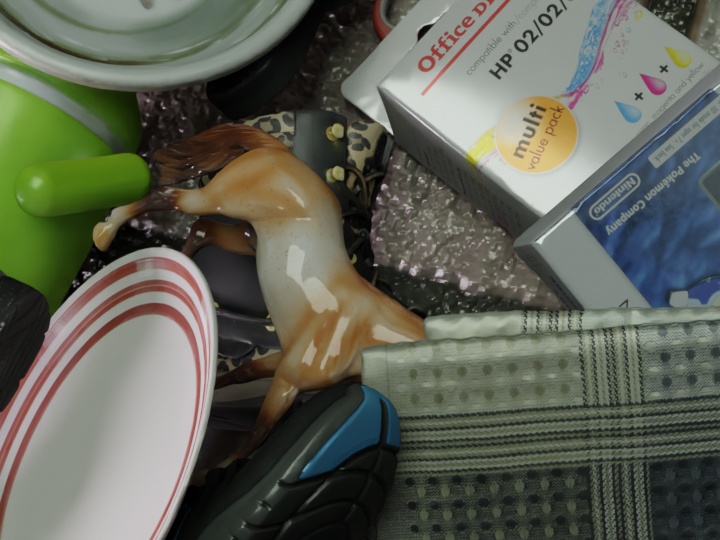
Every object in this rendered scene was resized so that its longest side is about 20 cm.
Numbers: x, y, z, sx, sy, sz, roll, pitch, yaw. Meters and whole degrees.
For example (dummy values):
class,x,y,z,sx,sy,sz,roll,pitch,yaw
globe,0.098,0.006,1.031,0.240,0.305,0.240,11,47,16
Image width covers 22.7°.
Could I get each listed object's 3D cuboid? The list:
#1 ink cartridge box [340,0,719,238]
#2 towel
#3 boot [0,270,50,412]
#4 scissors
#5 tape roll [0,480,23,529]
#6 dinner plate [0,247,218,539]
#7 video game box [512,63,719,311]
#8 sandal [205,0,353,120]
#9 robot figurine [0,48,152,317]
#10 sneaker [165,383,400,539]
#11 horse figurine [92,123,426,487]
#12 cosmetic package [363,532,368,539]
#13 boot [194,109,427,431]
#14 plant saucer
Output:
class,x,y,z,sx,sy,sz,roll,pitch,yaw
ink cartridge box,0.090,-0.084,0.881,0.200,0.068,0.115,39,81,20
towel,0.099,0.111,0.766,0.199,0.035,0.194,-4,102,2
boot,-0.241,0.063,0.819,0.131,0.070,0.201,29,82,14
scissors,0.012,-0.088,0.940,0.073,0.014,0.200,29,79,15
tape roll,-0.156,0.201,0.829,0.199,0.066,0.201,-5,66,11
dinner plate,-0.117,0.085,0.771,0.200,0.024,0.201,-35,41,37
video game box,0.200,-0.005,0.798,0.200,0.047,0.182,-41,96,-6
sandal,-0.025,-0.147,0.945,0.075,0.048,0.201,-19,38,43
robot figurine,-0.186,-0.043,0.911,0.175,0.116,0.201,12,70,40
sneaker,-0.065,0.113,0.745,0.200,0.073,0.082,-49,52,13
horse figurine,-0.041,0.007,0.814,0.132,0.050,0.201,-29,67,13
cosmetic package,-0.023,0.202,0.788,0.050,0.083,0.201,0,68,11
boot,0.000,0.000,0.870,0.199,0.073,0.151,-4,72,19
plant saucer,-0.113,-0.169,0.890,0.199,0.050,0.201,3,67,-8
